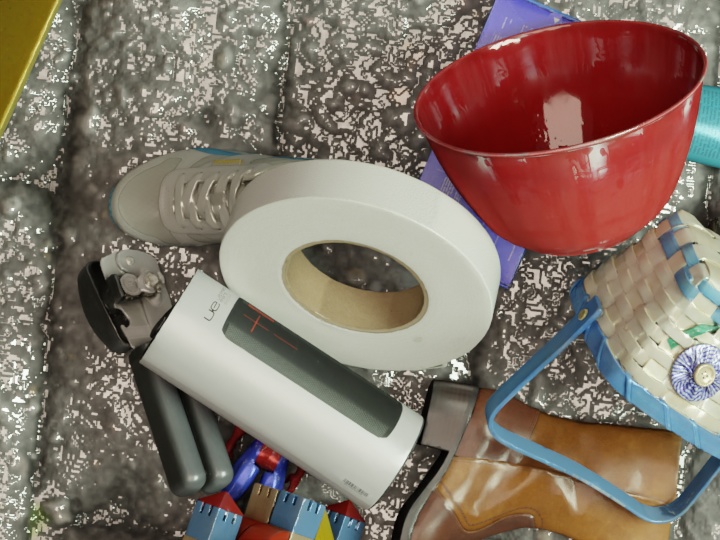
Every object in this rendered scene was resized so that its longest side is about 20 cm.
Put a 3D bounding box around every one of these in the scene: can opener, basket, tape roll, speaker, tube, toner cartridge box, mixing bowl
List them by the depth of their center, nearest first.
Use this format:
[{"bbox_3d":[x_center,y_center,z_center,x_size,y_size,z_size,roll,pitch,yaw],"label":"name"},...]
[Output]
[{"bbox_3d":[0.143,-0.081,1.205,0.198,0.201,0.109,-12,120,4],"label":"mixing bowl"},{"bbox_3d":[0.204,0.073,1.207,0.175,0.140,0.200,27,120,-23],"label":"basket"},{"bbox_3d":[0.000,0.000,1.240,0.201,0.204,0.037,12,55,5],"label":"tape roll"},{"bbox_3d":[-0.058,0.085,1.259,0.199,0.081,0.082,34,92,-4],"label":"speaker"},{"bbox_3d":[0.281,-0.102,1.294,0.198,0.050,0.078,11,94,0],"label":"tube"},{"bbox_3d":[0.107,-0.097,1.306,0.094,0.043,0.202,24,91,3],"label":"toner cartridge box"},{"bbox_3d":[-0.150,0.075,1.308,0.066,0.052,0.201,-43,63,40],"label":"can opener"}]

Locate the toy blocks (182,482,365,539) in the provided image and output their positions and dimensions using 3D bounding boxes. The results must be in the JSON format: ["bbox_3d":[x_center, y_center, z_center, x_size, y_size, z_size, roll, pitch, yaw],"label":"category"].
[{"bbox_3d":[-0.061,0.217,1.256,0.099,0.199,0.138,11,79,44],"label":"toy blocks"}]

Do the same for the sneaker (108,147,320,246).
[{"bbox_3d":[-0.091,-0.055,1.303,0.198,0.081,0.077,-2,91,6],"label":"sneaker"}]

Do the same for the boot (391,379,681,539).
[{"bbox_3d":[0.127,0.190,1.305,0.198,0.068,0.190,15,83,-3],"label":"boot"}]

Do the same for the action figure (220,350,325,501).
[{"bbox_3d":[-0.073,0.146,1.316,0.065,0.052,0.201,27,87,-1],"label":"action figure"}]

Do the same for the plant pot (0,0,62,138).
[{"bbox_3d":[-0.361,-0.189,1.279,0.199,0.194,0.197,24,91,11],"label":"plant pot"}]

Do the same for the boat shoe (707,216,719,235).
[{"bbox_3d":[0.335,0.028,1.272,0.074,0.076,0.201,-38,87,0],"label":"boat shoe"}]
